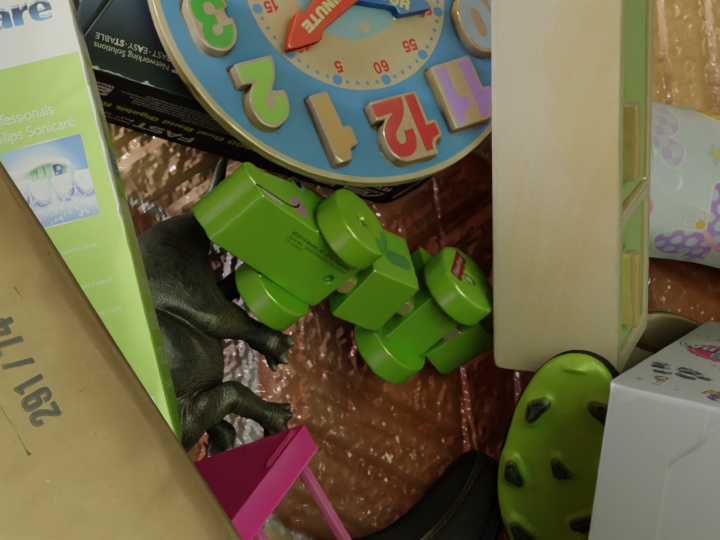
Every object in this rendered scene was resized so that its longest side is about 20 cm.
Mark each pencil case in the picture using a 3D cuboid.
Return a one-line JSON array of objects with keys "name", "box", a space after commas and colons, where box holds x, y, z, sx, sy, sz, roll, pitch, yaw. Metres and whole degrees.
[{"name": "pencil case", "box": [0.185, -0.040, 1.080, 0.198, 0.083, 0.092, 8, 77, -24]}]

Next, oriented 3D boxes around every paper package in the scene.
[{"name": "paper package", "box": [-0.165, 0.074, 0.666, 0.190, 0.103, 0.201, -37, 97, -27]}]

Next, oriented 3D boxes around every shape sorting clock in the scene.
[{"name": "shape sorting clock", "box": [-0.008, -0.136, 0.953, 0.198, 0.039, 0.202, 7, 73, -25]}]

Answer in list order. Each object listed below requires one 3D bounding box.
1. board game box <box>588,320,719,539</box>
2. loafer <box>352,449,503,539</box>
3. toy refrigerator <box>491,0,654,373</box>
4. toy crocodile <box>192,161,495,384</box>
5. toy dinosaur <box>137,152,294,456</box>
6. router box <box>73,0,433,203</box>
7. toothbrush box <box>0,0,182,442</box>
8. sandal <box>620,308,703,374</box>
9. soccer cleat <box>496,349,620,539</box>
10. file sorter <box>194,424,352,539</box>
[{"name": "board game box", "box": [0.159, 0.113, 0.941, 0.200, 0.064, 0.149, -15, 115, -67]}, {"name": "loafer", "box": [-0.001, 0.157, 0.971, 0.072, 0.073, 0.200, 44, 66, -7]}, {"name": "toy refrigerator", "box": [0.106, -0.056, 0.963, 0.076, 0.069, 0.202, -44, 136, -62]}, {"name": "toy crocodile", "box": [0.000, 0.000, 0.969, 0.199, 0.067, 0.062, 28, 32, -38]}, {"name": "toy dinosaur", "box": [-0.087, 0.032, 0.948, 0.102, 0.077, 0.202, 21, 77, -34]}, {"name": "router box", "box": [-0.052, -0.133, 0.988, 0.198, 0.062, 0.151, 15, 71, -23]}, {"name": "toothbrush box", "box": [-0.136, -0.015, 0.827, 0.085, 0.146, 0.202, -15, 88, -6]}, {"name": "sandal", "box": [0.200, 0.080, 1.082, 0.199, 0.054, 0.081, 32, 85, -23]}, {"name": "soccer cleat", "box": [0.105, 0.124, 0.991, 0.067, 0.081, 0.202, 4, 114, 14]}, {"name": "file sorter", "box": [-0.084, 0.183, 0.810, 0.126, 0.138, 0.200, 59, 35, -15]}]
